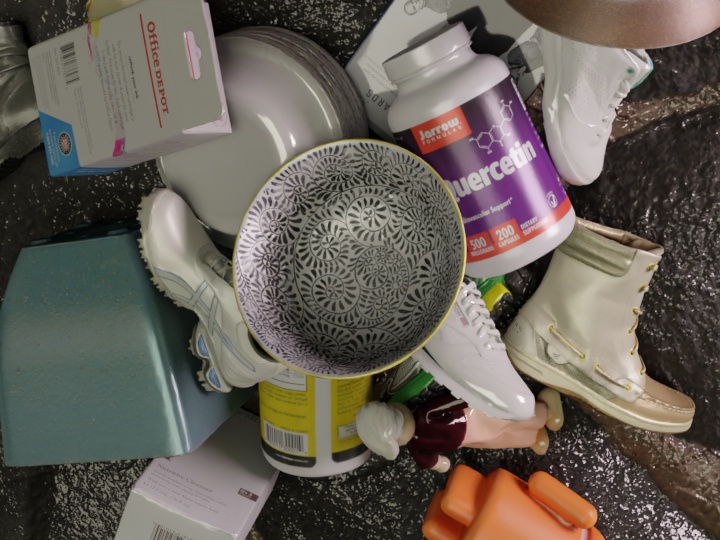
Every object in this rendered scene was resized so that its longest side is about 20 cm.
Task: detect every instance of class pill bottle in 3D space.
[{"bbox_3d":[-0.043,0.085,1.090,0.113,0.114,0.202,4,110,12],"label":"pill bottle"},{"bbox_3d":[0.096,-0.102,0.961,0.112,0.113,0.201,-23,102,21],"label":"pill bottle"}]

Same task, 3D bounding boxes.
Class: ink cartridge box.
[{"bbox_3d":[-0.181,-0.157,0.953,0.198,0.068,0.116,-12,88,32],"label":"ink cartridge box"}]

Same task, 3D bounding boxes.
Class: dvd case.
[{"bbox_3d":[0.084,-0.191,1.006,0.150,0.025,0.200,39,114,-2],"label":"dvd case"}]

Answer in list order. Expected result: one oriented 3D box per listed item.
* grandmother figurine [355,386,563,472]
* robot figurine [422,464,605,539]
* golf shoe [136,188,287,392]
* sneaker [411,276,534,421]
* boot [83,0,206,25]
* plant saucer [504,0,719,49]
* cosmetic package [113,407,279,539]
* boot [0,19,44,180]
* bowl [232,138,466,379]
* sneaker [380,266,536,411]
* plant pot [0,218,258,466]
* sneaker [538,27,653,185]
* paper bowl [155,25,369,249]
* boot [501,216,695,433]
[{"bbox_3d":[0.087,0.146,1.057,0.198,0.061,0.122,3,122,-25],"label":"grandmother figurine"},{"bbox_3d":[0.161,0.273,1.105,0.199,0.117,0.145,32,82,1],"label":"robot figurine"},{"bbox_3d":[-0.122,0.011,1.004,0.096,0.078,0.201,-11,116,30],"label":"golf shoe"},{"bbox_3d":[0.083,0.051,0.989,0.200,0.076,0.081,43,100,25],"label":"sneaker"},{"bbox_3d":[-0.245,-0.252,1.044,0.199,0.073,0.156,27,115,0],"label":"boot"},{"bbox_3d":[0.197,-0.245,0.867,0.198,0.201,0.035,10,141,10],"label":"plant saucer"},{"bbox_3d":[-0.150,0.214,1.117,0.112,0.200,0.082,24,115,2],"label":"cosmetic package"},{"bbox_3d":[-0.387,-0.154,1.125,0.199,0.068,0.131,-30,95,14],"label":"boot"},{"bbox_3d":[0.000,0.000,0.953,0.199,0.094,0.203,-4,74,16],"label":"bowl"},{"bbox_3d":[0.081,0.055,1.076,0.085,0.078,0.201,45,111,25],"label":"sneaker"},{"bbox_3d":[-0.231,0.055,1.091,0.194,0.196,0.202,-5,101,16],"label":"plant pot"},{"bbox_3d":[0.199,-0.156,0.937,0.088,0.076,0.201,4,130,23],"label":"sneaker"},{"bbox_3d":[-0.100,-0.113,1.025,0.199,0.104,0.203,10,115,21],"label":"paper bowl"},{"bbox_3d":[0.243,0.051,1.028,0.198,0.072,0.156,24,104,-8],"label":"boot"}]
